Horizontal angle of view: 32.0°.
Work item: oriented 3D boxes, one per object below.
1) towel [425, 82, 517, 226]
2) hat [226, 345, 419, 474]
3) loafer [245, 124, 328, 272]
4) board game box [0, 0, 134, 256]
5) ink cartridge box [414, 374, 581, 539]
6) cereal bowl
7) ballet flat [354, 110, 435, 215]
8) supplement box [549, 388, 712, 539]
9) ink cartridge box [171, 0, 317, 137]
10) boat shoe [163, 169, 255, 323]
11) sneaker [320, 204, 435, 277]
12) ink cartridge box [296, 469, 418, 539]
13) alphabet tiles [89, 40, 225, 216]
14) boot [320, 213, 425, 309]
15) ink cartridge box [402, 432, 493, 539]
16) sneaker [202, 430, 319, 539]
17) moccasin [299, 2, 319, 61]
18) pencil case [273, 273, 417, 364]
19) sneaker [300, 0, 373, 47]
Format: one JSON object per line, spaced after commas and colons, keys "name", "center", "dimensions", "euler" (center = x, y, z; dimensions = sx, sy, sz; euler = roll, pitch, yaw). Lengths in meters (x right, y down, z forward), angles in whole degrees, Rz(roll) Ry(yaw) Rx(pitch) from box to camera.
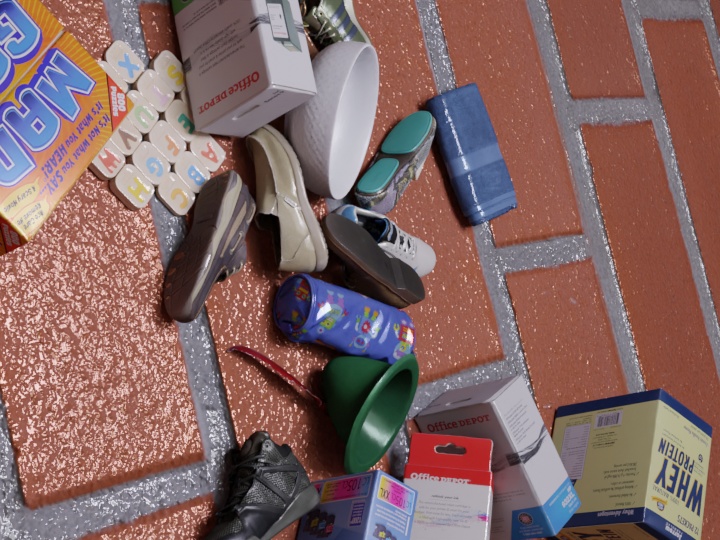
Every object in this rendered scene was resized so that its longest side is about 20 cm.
{"name": "towel", "center": [0.162, -0.171, 1.865], "dimensions": [0.111, 0.048, 0.203], "euler": [-21, 93, -45]}
{"name": "hat", "center": [-0.040, 0.138, 1.589], "dimensions": [0.166, 0.175, 0.201], "euler": [-50, 156, -29]}
{"name": "loafer", "center": [-0.103, -0.087, 1.555], "dimensions": [0.068, 0.076, 0.202], "euler": [-19, 78, -20]}
{"name": "board game box", "center": [-0.387, -0.140, 1.217], "dimensions": [0.200, 0.199, 0.201], "euler": [47, 50, -23]}
{"name": "ink cartridge box", "center": [0.184, 0.255, 1.684], "dimensions": [0.083, 0.144, 0.202], "euler": [-33, 100, -45]}
{"name": "cereal bowl", "center": [-0.043, -0.198, 1.611], "dimensions": [0.200, 0.082, 0.203], "euler": [15, 90, -76]}
{"name": "ballet flat", "center": [0.051, -0.141, 1.746], "dimensions": [0.072, 0.072, 0.201], "euler": [51, 48, -19]}
{"name": "supplement box", "center": [0.384, 0.303, 1.823], "dimensions": [0.134, 0.199, 0.202], "euler": [33, 57, -30]}
{"name": "ink cartridge box", "center": [-0.145, -0.281, 1.521], "dimensions": [0.083, 0.145, 0.203], "euler": [3, 71, -48]}
{"name": "boat shoe", "center": [-0.167, -0.023, 1.482], "dimensions": [0.073, 0.074, 0.202], "euler": [38, 58, -34]}
{"name": "sneaker", "center": [0.036, -0.036, 1.684], "dimensions": [0.199, 0.072, 0.073], "euler": [20, 62, -40]}
{"name": "ink cartridge box", "center": [-0.016, 0.347, 1.468], "dimensions": [0.076, 0.136, 0.202], "euler": [29, 58, -32]}
{"name": "alphabet tiles", "center": [-0.249, -0.170, 1.491], "dimensions": [0.196, 0.015, 0.201], "euler": [48, 49, -23]}
{"name": "boot", "center": [0.000, 0.000, 1.616], "dimensions": [0.200, 0.075, 0.074], "euler": [40, 32, -41]}
{"name": "ink cartridge box", "center": [0.109, 0.317, 1.605], "dimensions": [0.067, 0.114, 0.203], "euler": [70, 26, -63]}
{"name": "sneaker", "center": [-0.135, 0.258, 1.428], "dimensions": [0.199, 0.076, 0.115], "euler": [-31, 97, -48]}
{"name": "moccasin", "center": [-0.110, -0.338, 1.643], "dimensions": [0.202, 0.073, 0.078], "euler": [50, 56, -9]}
{"name": "pencil case", "center": [-0.018, 0.070, 1.595], "dimensions": [0.199, 0.078, 0.088], "euler": [22, 80, -38]}
{"name": "sneaker", "center": [-0.045, -0.329, 1.706], "dimensions": [0.089, 0.067, 0.203], "euler": [-12, 83, -41]}
